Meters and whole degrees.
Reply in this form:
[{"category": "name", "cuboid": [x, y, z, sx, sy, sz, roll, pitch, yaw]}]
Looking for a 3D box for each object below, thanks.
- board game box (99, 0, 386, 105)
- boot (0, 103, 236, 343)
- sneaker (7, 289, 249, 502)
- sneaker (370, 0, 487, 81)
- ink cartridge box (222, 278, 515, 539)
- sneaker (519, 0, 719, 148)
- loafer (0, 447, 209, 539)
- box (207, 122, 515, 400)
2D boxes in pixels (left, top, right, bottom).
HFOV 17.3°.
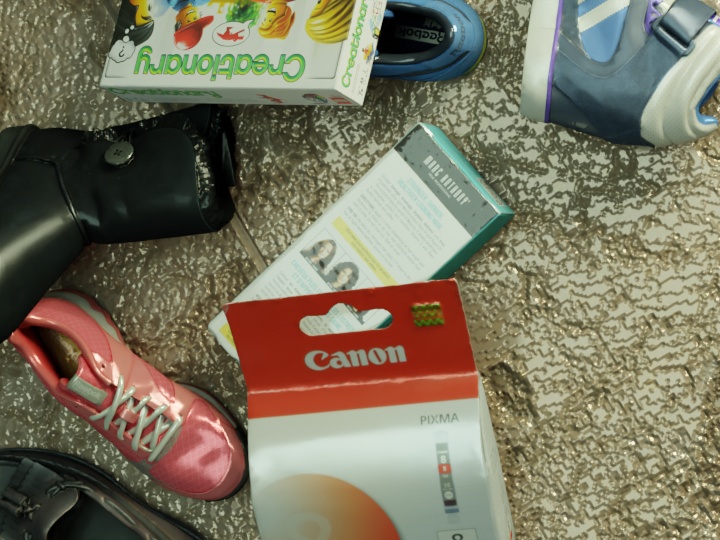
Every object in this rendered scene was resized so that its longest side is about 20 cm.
[{"category": "board game box", "cuboid": [-0.073, -0.172, 1.543, 0.200, 0.035, 0.126, 3, 75, 36]}, {"category": "boot", "cuboid": [-0.174, -0.033, 1.554, 0.168, 0.200, 0.076, -5, 132, 18]}, {"category": "sneaker", "cuboid": [-0.164, 0.090, 1.586, 0.200, 0.087, 0.074, 38, 100, 13]}, {"category": "sneaker", "cuboid": [-0.018, -0.160, 1.552, 0.200, 0.078, 0.066, 4, 92, 18]}, {"category": "ink cartridge box", "cuboid": [0.004, 0.110, 1.514, 0.162, 0.050, 0.200, -6, 117, 16]}, {"category": "sneaker", "cuboid": [0.186, -0.177, 1.497, 0.146, 0.081, 0.200, 10, 89, 8]}, {"category": "loafer", "cuboid": [-0.187, 0.173, 1.603, 0.200, 0.063, 0.072, 23, 95, 15]}, {"category": "box", "cuboid": [0.000, 0.000, 1.558, 0.200, 0.049, 0.082, -43, 79, 12]}]
